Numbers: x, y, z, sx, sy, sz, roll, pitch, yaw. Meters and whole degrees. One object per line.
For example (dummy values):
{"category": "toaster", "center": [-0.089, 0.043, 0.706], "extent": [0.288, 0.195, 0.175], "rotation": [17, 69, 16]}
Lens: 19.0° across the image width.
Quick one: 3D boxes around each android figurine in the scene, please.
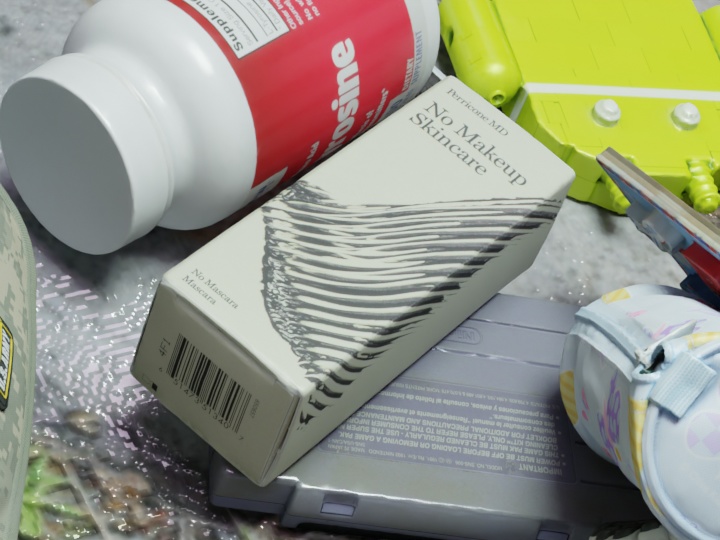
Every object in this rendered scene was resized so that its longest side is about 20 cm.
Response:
{"category": "android figurine", "center": [0.131, -0.104, 1.122], "extent": [0.181, 0.041, 0.201], "rotation": [3, 48, -19]}

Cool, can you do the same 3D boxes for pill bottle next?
{"category": "pill bottle", "center": [-0.064, -0.088, 0.982], "extent": [0.112, 0.112, 0.200], "rotation": [41, 49, 17]}

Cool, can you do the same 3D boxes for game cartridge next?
{"category": "game cartridge", "center": [0.031, 0.062, 0.942], "extent": [0.199, 0.038, 0.130], "rotation": [9, 52, -14]}

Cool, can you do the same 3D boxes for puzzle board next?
{"category": "puzzle board", "center": [0.181, 0.034, 0.918], "extent": [0.151, 0.017, 0.200], "rotation": [49, 0, -30]}

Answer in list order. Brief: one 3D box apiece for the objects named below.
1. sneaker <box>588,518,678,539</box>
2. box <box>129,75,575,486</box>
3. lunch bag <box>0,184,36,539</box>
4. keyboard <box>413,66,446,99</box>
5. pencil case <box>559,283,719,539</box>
{"category": "sneaker", "center": [0.181, 0.151, 0.906], "extent": [0.199, 0.078, 0.090], "rotation": [5, 79, -28]}
{"category": "box", "center": [0.000, 0.000, 0.915], "extent": [0.082, 0.068, 0.200], "rotation": [38, 48, 14]}
{"category": "lunch bag", "center": [-0.176, 0.052, 0.755], "extent": [0.117, 0.200, 0.164], "rotation": [9, 47, -13]}
{"category": "keyboard", "center": [0.020, -0.104, 1.070], "extent": [0.011, 0.056, 0.200], "rotation": [-43, 71, -7]}
{"category": "pencil case", "center": [0.130, 0.054, 0.839], "extent": [0.090, 0.083, 0.200], "rotation": [25, 3, -3]}
